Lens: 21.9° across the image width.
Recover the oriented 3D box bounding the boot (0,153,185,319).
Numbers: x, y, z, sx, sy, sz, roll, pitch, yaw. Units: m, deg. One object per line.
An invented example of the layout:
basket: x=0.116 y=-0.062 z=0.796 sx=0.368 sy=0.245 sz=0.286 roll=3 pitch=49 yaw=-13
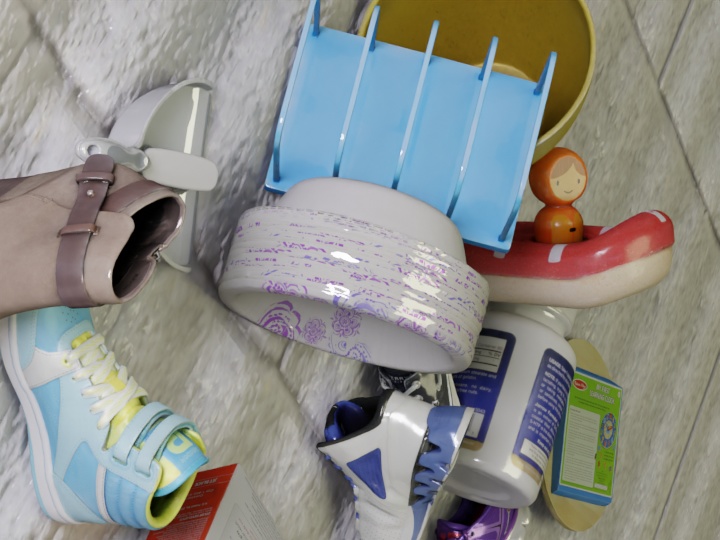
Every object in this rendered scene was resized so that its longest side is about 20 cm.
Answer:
boot: x=-0.203 y=0.002 z=1.131 sx=0.201 sy=0.145 sz=0.071 roll=-58 pitch=142 yaw=-34

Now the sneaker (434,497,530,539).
sneaker: x=0.090 y=0.278 z=1.740 sx=0.083 sy=0.080 sz=0.201 roll=45 pitch=49 yaw=-32

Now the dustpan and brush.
dustpan and brush: x=-0.148 y=-0.073 z=1.286 sx=0.200 sy=0.057 sz=0.141 roll=8 pitch=89 yaw=-58

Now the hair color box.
hair color box: x=-0.114 y=0.246 z=1.330 sx=0.111 sy=0.064 sz=0.200 roll=63 pitch=26 yaw=-25

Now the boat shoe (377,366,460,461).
boat shoe: x=0.045 y=0.089 z=1.615 sx=0.068 sy=0.071 sz=0.202 roll=-5 pitch=97 yaw=-60

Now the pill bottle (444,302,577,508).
pill bottle: x=0.132 y=0.105 z=1.713 sx=0.120 sy=0.119 sz=0.201 roll=47 pitch=57 yaw=-50

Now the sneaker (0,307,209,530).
sneaker: x=-0.161 y=0.082 z=1.227 sx=0.079 sy=0.130 sz=0.201 roll=-37 pitch=125 yaw=-47

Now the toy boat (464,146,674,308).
toy boat: x=0.174 y=-0.041 z=1.617 sx=0.130 sy=0.199 sz=0.132 roll=-19 pitch=109 yaw=-56

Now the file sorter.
file sorter: x=0.040 y=-0.116 z=1.418 sx=0.123 sy=0.198 sz=0.140 roll=103 pitch=1 yaw=-77

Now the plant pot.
plant pot: x=0.103 y=-0.157 z=1.582 sx=0.142 sy=0.199 sz=0.201 roll=66 pitch=38 yaw=-69

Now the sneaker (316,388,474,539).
sneaker: x=0.016 y=0.167 z=1.577 sx=0.081 sy=0.115 sz=0.200 roll=-56 pitch=170 yaw=-51

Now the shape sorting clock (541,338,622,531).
shape sorting clock: x=0.225 y=0.171 z=1.948 sx=0.199 sy=0.039 sz=0.202 roll=-4 pitch=95 yaw=-58

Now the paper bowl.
paper bowl: x=0.000 y=0.000 z=1.405 sx=0.200 sy=0.199 sz=0.105 roll=36 pitch=65 yaw=-54
